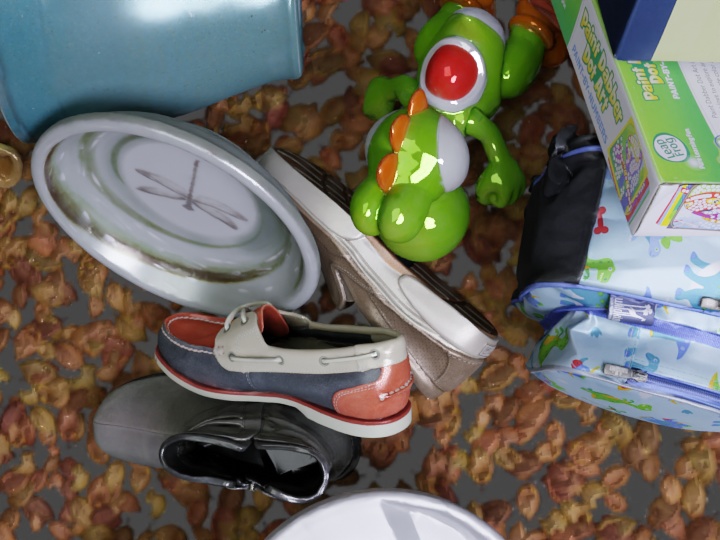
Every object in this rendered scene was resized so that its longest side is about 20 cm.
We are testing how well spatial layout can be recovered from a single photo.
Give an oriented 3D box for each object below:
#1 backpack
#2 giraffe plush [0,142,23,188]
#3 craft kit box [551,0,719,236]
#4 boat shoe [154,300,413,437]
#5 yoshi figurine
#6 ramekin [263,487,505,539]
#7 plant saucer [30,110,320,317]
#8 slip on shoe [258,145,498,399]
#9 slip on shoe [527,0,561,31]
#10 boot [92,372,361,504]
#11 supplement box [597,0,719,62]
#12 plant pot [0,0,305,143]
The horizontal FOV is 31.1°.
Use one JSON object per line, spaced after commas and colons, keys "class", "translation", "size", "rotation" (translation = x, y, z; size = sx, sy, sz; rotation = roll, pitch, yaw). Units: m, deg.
{"class": "backpack", "translation": [0.190, 0.017, 0.744], "size": [0.198, 0.183, 0.148], "rotation": [10, 84, 3]}
{"class": "giraffe plush", "translation": [-0.330, -0.057, 0.911], "size": [0.162, 0.173, 0.200], "rotation": [-44, 44, -1]}
{"class": "craft kit box", "translation": [0.214, -0.107, 0.689], "size": [0.196, 0.049, 0.201], "rotation": [2, 52, -15]}
{"class": "boat shoe", "translation": [-0.053, 0.052, 0.840], "size": [0.199, 0.071, 0.063], "rotation": [13, 120, 32]}
{"class": "yoshi figurine", "translation": [0.055, -0.087, 0.817], "size": [0.112, 0.112, 0.201], "rotation": [42, 63, -23]}
{"class": "ramekin", "translation": [0.012, 0.229, 0.805], "size": [0.201, 0.094, 0.204], "rotation": [0, 90, -3]}
{"class": "plant saucer", "translation": [-0.113, -0.045, 0.838], "size": [0.199, 0.201, 0.050], "rotation": [14, 59, 14]}
{"class": "slip on shoe", "translation": [0.000, 0.000, 0.852], "size": [0.200, 0.076, 0.061], "rotation": [42, 104, 5]}
{"class": "slip on shoe", "translation": [0.185, -0.140, 0.795], "size": [0.199, 0.061, 0.074], "rotation": [30, 79, -14]}
{"class": "boot", "translation": [-0.102, 0.107, 0.841], "size": [0.198, 0.131, 0.068], "rotation": [5, 90, 15]}
{"class": "supplement box", "translation": [0.222, -0.221, 0.661], "size": [0.198, 0.135, 0.201], "rotation": [1, 54, -8]}
{"class": "plant pot", "translation": [-0.131, -0.189, 0.837], "size": [0.186, 0.200, 0.202], "rotation": [-3, 87, -1]}
